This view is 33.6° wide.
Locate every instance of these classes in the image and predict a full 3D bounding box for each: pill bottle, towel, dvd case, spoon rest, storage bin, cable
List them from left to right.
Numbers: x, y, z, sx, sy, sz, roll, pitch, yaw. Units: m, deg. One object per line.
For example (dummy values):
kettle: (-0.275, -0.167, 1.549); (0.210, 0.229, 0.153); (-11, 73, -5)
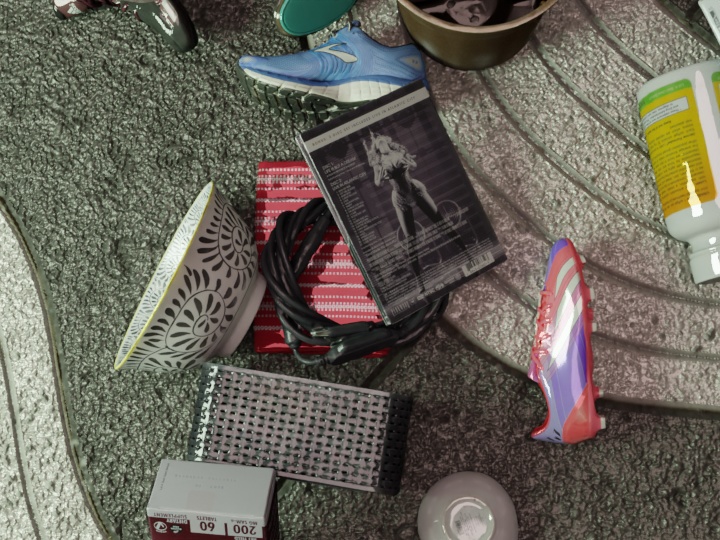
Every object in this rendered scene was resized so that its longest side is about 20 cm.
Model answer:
storage bin: (-0.054, 0.152, 1.141); (0.198, 0.135, 0.095); (10, 82, 5)
towel: (-0.038, -0.012, 1.221); (0.143, 0.022, 0.202); (0, 82, 3)
cable: (0.000, 0.000, 1.176); (0.198, 0.051, 0.164); (-19, 80, -21)
dvd case: (0.042, -0.069, 1.161); (0.148, 0.016, 0.201); (-27, 93, -24)
spoon rest: (0.118, 0.295, 1.159); (0.098, 0.061, 0.202); (-16, 68, 0)
pill bottle: (0.344, -0.093, 1.163); (0.110, 0.111, 0.202); (-11, 82, 2)

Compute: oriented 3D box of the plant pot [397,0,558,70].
plant pot: (0.112, -0.295, 1.161); (0.198, 0.198, 0.203); (-1, 82, 4)

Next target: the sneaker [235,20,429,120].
sneaker: (-0.028, -0.207, 1.227); (0.198, 0.079, 0.090); (3, 75, -4)

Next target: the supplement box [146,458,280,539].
supplement box: (-0.131, 0.267, 1.107); (0.108, 0.201, 0.061); (4, 40, 5)

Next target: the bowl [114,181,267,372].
bowl: (-0.150, 0.024, 1.152); (0.094, 0.201, 0.202); (27, 84, -13)

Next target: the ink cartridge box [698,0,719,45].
ink cartridge box: (0.406, -0.168, 1.133); (0.040, 0.199, 0.202); (-30, 78, 31)

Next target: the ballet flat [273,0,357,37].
ballet flat: (-0.019, -0.312, 1.241); (0.200, 0.068, 0.068); (-40, 125, -12)

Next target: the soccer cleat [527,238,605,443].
soccer cleat: (0.196, 0.069, 1.176); (0.076, 0.067, 0.202); (-7, 84, 7)

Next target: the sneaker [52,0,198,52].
sneaker: (-0.259, -0.281, 1.252); (0.115, 0.076, 0.201); (-36, 71, 3)
